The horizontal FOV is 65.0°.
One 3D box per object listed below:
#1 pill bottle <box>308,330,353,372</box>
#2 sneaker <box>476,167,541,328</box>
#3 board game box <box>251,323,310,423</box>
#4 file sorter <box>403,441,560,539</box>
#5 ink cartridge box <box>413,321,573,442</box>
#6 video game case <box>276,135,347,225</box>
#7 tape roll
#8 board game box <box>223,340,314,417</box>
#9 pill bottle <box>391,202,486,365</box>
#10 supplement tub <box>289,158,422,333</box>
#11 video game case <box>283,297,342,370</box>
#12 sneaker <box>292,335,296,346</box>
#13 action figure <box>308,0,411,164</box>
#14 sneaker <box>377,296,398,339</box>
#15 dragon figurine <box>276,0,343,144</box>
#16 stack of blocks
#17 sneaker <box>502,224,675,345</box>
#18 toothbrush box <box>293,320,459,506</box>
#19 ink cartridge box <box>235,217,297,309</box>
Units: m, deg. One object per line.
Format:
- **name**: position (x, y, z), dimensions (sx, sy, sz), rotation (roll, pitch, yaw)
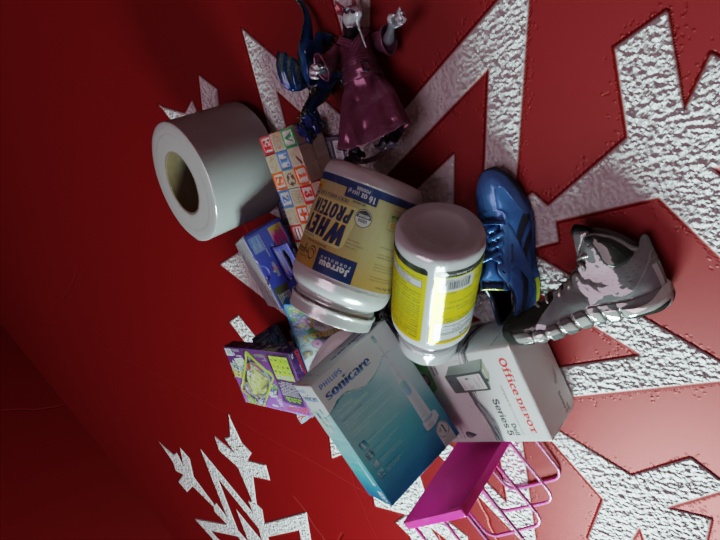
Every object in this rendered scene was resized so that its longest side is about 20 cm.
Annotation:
- **pill bottle**: position (0.018, 0.199, 0.932), dimensions (0.200, 0.116, 0.113), rotation (43, 144, -25)
- **sneaker**: position (0.179, -0.024, 0.713), dimensions (0.065, 0.078, 0.205), rotation (2, 114, 44)
- **board game box**: position (-0.137, 0.209, 1.110), dimensions (0.203, 0.061, 0.200), rotation (59, 167, -4)
- **file sorter**: position (0.189, 0.336, 0.833), dimensions (0.126, 0.199, 0.139), rotation (50, 138, 2)
- **ink cartridge box**: position (0.181, 0.162, 0.817), dimensions (0.198, 0.083, 0.148), rotation (-20, 100, 48)
- **video game case**: position (-0.079, -0.143, 0.933), dimensions (0.197, 0.019, 0.146), rotation (7, 118, 43)
- **tape roll**: position (-0.249, -0.172, 0.974), dimensions (0.201, 0.138, 0.207), rotation (29, 133, 36)
- **board game box**: position (-0.158, 0.185, 0.986), dimensions (0.197, 0.032, 0.123), rotation (-2, 108, 45)
- **pill bottle**: position (0.094, 0.025, 0.726), dimensions (0.111, 0.112, 0.203), rotation (29, 139, 28)
- **supplement tub**: position (-0.010, -0.033, 0.770), dimensions (0.142, 0.143, 0.205), rotation (23, 97, 32)
- **video game case**: position (-0.042, 0.114, 0.960), dimensions (0.139, 0.018, 0.203), rotation (-3, 137, 7)
- **sneaker**: position (-0.095, 0.140, 1.067), dimensions (0.066, 0.090, 0.203), rotation (36, 134, 22)
- **action figure**: position (0.010, -0.255, 0.743), dimensions (0.130, 0.149, 0.206), rotation (-10, 90, 12)
- **sneaker**: position (0.058, 0.055, 0.880), dimensions (0.080, 0.074, 0.203), rotation (36, 135, 21)
- **dragon figurine**: position (-0.077, -0.285, 0.782), dimensions (0.058, 0.099, 0.204), rotation (-4, 111, 44)
- **stack of blocks**: position (-0.071, -0.127, 0.878), dimensions (0.113, 0.058, 0.204), rotation (-4, 111, 45)
- **sneaker**: position (0.248, 0.009, 0.663), dimensions (0.196, 0.075, 0.118), rotation (-20, 92, 27)
- **toothbrush box**: position (0.023, 0.198, 0.806), dimensions (0.202, 0.146, 0.085), rotation (55, 155, -7)
- **ink cartridge box**: position (-0.149, -0.010, 0.981), dimensions (0.139, 0.075, 0.200), rotation (62, 166, -7)
